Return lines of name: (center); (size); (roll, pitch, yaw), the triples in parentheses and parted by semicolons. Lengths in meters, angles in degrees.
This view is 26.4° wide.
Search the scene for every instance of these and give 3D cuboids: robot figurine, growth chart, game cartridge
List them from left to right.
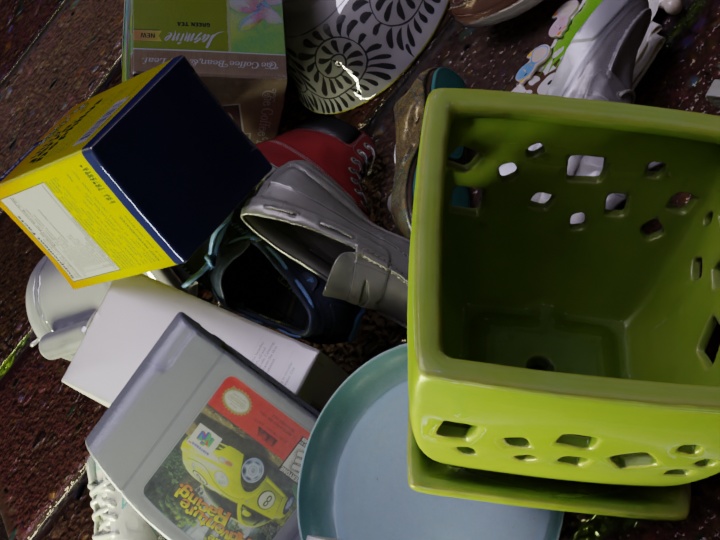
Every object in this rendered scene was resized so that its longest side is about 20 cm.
robot figurine: (-0.228, 0.019, 1.404); (0.199, 0.113, 0.170); (-21, 21, 38)
game cartridge: (-0.086, 0.140, 1.077); (0.133, 0.199, 0.041); (-53, 5, 7)
growth chart: (0.159, -0.140, 1.160); (0.144, 0.018, 0.201); (22, 79, 55)

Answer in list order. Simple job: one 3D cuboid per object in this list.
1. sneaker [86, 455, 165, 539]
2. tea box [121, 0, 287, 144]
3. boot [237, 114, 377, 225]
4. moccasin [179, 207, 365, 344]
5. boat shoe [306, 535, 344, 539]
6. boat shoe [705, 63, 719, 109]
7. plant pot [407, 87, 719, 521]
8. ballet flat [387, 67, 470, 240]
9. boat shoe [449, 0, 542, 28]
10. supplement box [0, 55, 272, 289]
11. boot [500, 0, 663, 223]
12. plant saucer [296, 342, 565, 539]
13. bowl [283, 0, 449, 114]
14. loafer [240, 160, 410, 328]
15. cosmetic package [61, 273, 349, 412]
sneaker: (-0.196, 0.188, 1.262); (0.070, 0.080, 0.202); (-12, 55, 42)
tea box: (-0.142, -0.182, 1.349); (0.200, 0.132, 0.198); (106, 161, -55)
boot: (-0.003, -0.057, 1.241); (0.200, 0.144, 0.073); (36, 133, 25)
moccasin: (-0.085, -0.005, 1.180); (0.199, 0.068, 0.081); (22, 104, 34)
boat shoe: (0.043, 0.219, 0.935); (0.199, 0.072, 0.068); (18, 85, 27)
boat shoe: (0.294, -0.111, 0.931); (0.201, 0.072, 0.061); (25, 87, 58)
plant pot: (0.120, 0.032, 0.891); (0.182, 0.197, 0.201); (98, 177, -56)
ballet flat: (0.049, -0.074, 1.197); (0.070, 0.071, 0.201); (-28, 40, 33)
boat shoe: (0.147, -0.267, 1.214); (0.199, 0.072, 0.076); (-33, 23, 24)
supplement box: (-0.179, -0.070, 1.168); (0.110, 0.109, 0.199); (-50, 22, -28)
boot: (0.172, -0.096, 1.062); (0.095, 0.074, 0.201); (29, 87, 22)
plant saucer: (0.048, 0.146, 1.005); (0.199, 0.027, 0.202); (-10, 71, 30)
bowl: (-0.018, -0.252, 1.390); (0.200, 0.094, 0.202); (-29, 43, 31)
loafer: (0.000, 0.000, 1.114); (0.199, 0.070, 0.070); (36, 56, 16)
cosmetic package: (-0.117, 0.085, 1.184); (0.199, 0.085, 0.108); (23, 79, 30)
